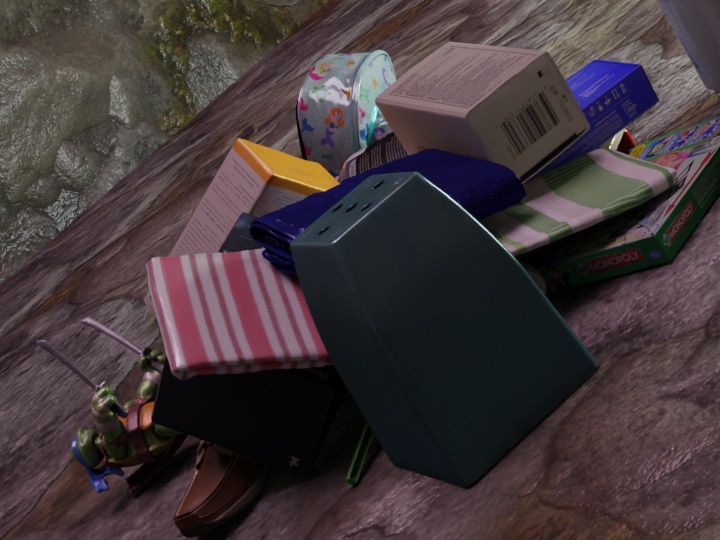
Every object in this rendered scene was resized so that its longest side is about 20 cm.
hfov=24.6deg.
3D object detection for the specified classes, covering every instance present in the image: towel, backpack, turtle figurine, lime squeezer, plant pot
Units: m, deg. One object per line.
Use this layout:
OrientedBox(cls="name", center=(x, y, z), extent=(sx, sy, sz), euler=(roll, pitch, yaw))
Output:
OrientedBox(cls="towel", center=(-0.072, 0.035, 1.365), extent=(0.198, 0.030, 0.147), euler=(-4, 37, -15))
OrientedBox(cls="backpack", center=(0.006, -0.150, 1.902), extent=(0.149, 0.202, 0.178), euler=(-5, 26, 24))
OrientedBox(cls="turtle figurine", center=(-0.207, 0.111, 1.624), extent=(0.192, 0.202, 0.144), euler=(-11, -18, 9))
OrientedBox(cls="lime squeezer", center=(0.038, 0.087, 1.364), extent=(0.201, 0.038, 0.070), euler=(-57, 32, -7))
OrientedBox(cls="towel", center=(0.024, -0.043, 1.390), extent=(0.199, 0.050, 0.147), euler=(-24, 26, -29))
OrientedBox(cls="towel", center=(0.155, -0.054, 1.401), extent=(0.198, 0.024, 0.153), euler=(-21, 17, -10))
OrientedBox(cls="plant pot", center=(0.047, 0.033, 1.244), extent=(0.141, 0.201, 0.141), euler=(-40, 16, -17))

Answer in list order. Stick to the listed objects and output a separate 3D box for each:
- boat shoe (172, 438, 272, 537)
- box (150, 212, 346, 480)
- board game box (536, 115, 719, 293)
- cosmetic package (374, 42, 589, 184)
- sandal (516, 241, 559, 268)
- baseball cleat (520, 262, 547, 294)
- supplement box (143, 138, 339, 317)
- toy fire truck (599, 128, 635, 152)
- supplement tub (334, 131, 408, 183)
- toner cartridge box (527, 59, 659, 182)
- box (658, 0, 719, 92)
OrientedBox(cls="boat shoe", center=(-0.115, 0.155, 1.472), extent=(0.075, 0.074, 0.200), euler=(-24, 19, 36))
OrientedBox(cls="box", center=(-0.077, 0.062, 1.451), extent=(0.201, 0.147, 0.108), euler=(-66, -6, -54))
OrientedBox(cls="board game box", center=(0.250, -0.061, 1.417), extent=(0.134, 0.029, 0.200), euler=(-17, 23, 48))
OrientedBox(cls="cosmetic package", center=(0.108, -0.144, 1.510), extent=(0.103, 0.088, 0.200), euler=(-38, 22, -11))
OrientedBox(cls="sandal", center=(0.095, -0.021, 1.474), extent=(0.198, 0.045, 0.076), euler=(-1, 47, 7))
OrientedBox(cls="baseball cleat", center=(0.080, 0.030, 1.434), extent=(0.199, 0.070, 0.107), euler=(-26, 18, 29))
OrientedBox(cls="supplement box", center=(-0.115, -0.022, 1.676), extent=(0.074, 0.125, 0.201), euler=(44, 109, 37))
OrientedBox(cls="toy fire truck", center=(0.193, -0.085, 1.575), extent=(0.140, 0.049, 0.200), euler=(-29, 17, 18))
OrientedBox(cls="supplement tub", center=(0.063, -0.094, 1.746), extent=(0.199, 0.123, 0.123), euler=(-27, 17, 27))
OrientedBox(cls="toner cartridge box", center=(0.176, -0.123, 1.551), extent=(0.199, 0.043, 0.095), euler=(-37, 19, -10))
OrientedBox(cls="box", center=(0.377, -0.287, 1.491), extent=(0.198, 0.201, 0.171), euler=(-34, 17, 1))
